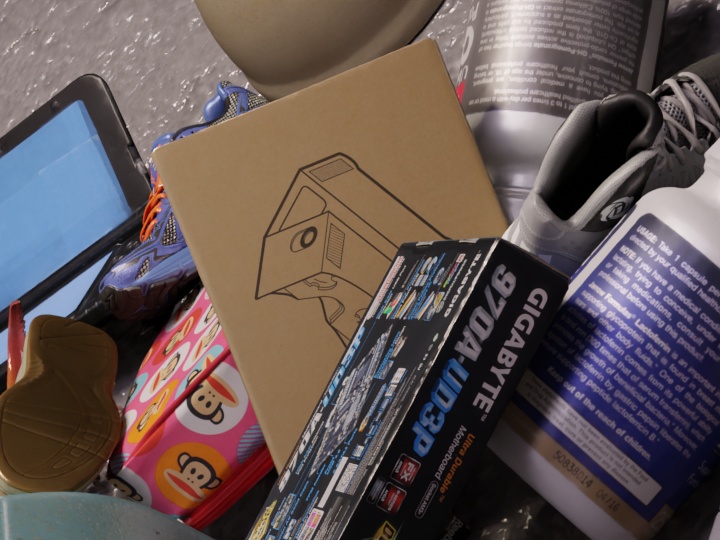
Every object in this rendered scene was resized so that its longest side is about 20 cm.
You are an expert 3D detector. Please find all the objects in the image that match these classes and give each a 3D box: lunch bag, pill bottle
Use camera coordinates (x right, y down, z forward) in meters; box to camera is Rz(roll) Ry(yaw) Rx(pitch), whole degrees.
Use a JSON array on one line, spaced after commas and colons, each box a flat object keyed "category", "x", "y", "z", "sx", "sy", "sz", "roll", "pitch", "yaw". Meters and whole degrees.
[{"category": "lunch bag", "x": -0.079, "y": 0.062, "z": 1.528, "sx": 0.176, "sy": 0.082, "sz": 0.200, "roll": -44, "pitch": 13, "yaw": 22}, {"category": "pill bottle", "x": 0.108, "y": -0.099, "z": 1.476, "sx": 0.110, "sy": 0.110, "sz": 0.201, "roll": -6, "pitch": 67, "yaw": 46}, {"category": "pill bottle", "x": 0.153, "y": 0.032, "z": 1.306, "sx": 0.200, "sy": 0.116, "sz": 0.116, "roll": -49, "pitch": 34, "yaw": 2}]

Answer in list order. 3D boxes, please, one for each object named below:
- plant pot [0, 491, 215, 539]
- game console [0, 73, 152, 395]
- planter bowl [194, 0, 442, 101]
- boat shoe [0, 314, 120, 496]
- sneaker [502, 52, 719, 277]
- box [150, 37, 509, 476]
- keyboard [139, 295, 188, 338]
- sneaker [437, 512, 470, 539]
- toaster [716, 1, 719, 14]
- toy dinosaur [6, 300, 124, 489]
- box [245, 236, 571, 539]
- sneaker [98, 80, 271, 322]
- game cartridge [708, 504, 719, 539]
[{"category": "plant pot", "x": -0.159, "y": 0.233, "z": 1.396, "sx": 0.195, "sy": 0.200, "sz": 0.197, "roll": -38, "pitch": 35, "yaw": 18}, {"category": "game console", "x": -0.233, "y": -0.008, "z": 1.773, "sx": 0.200, "sy": 0.117, "sz": 0.176, "roll": -35, "pitch": 15, "yaw": 27}, {"category": "planter bowl", "x": -0.043, "y": -0.229, "z": 1.771, "sx": 0.200, "sy": 0.135, "sz": 0.201, "roll": -30, "pitch": 39, "yaw": 28}, {"category": "boat shoe", "x": -0.175, "y": 0.095, "z": 1.502, "sx": 0.200, "sy": 0.074, "sz": 0.067, "roll": -81, "pitch": 9, "yaw": -67}, {"category": "sneaker", "x": 0.156, "y": -0.067, "z": 1.362, "sx": 0.075, "sy": 0.116, "sz": 0.200, "roll": 42, "pitch": 67, "yaw": 18}, {"category": "box", "x": 0.000, "y": 0.000, "z": 1.405, "sx": 0.163, "sy": 0.201, "sz": 0.021, "roll": -22, "pitch": -3, "yaw": 0}, {"category": "keyboard", "x": -0.104, "y": 0.009, "z": 1.695, "sx": 0.104, "sy": 0.040, "sz": 0.201, "roll": -8, "pitch": 51, "yaw": 44}, {"category": "sneaker", "x": 0.009, "y": 0.153, "z": 1.404, "sx": 0.095, "sy": 0.079, "sz": 0.201, "roll": -8, "pitch": 52, "yaw": 30}, {"category": "toaster", "x": 0.277, "y": -0.189, "z": 1.386, "sx": 0.200, "sy": 0.114, "sz": 0.129, "roll": -45, "pitch": 38, "yaw": 3}, {"category": "toy dinosaur", "x": -0.211, "y": 0.151, "z": 1.593, "sx": 0.105, "sy": 0.200, "sz": 0.181, "roll": -43, "pitch": -1, "yaw": 37}, {"category": "box", "x": 0.015, "y": 0.080, "z": 1.297, "sx": 0.201, "sy": 0.046, "sz": 0.159, "roll": -62, "pitch": 13, "yaw": -9}, {"category": "sneaker", "x": -0.107, "y": -0.043, "z": 1.639, "sx": 0.200, "sy": 0.078, "sz": 0.075, "roll": -51, "pitch": 2, "yaw": -42}, {"category": "game cartridge", "x": 0.232, "y": 0.146, "z": 1.180, "sx": 0.199, "sy": 0.038, "sz": 0.130, "roll": -6, "pitch": 49, "yaw": 46}]
